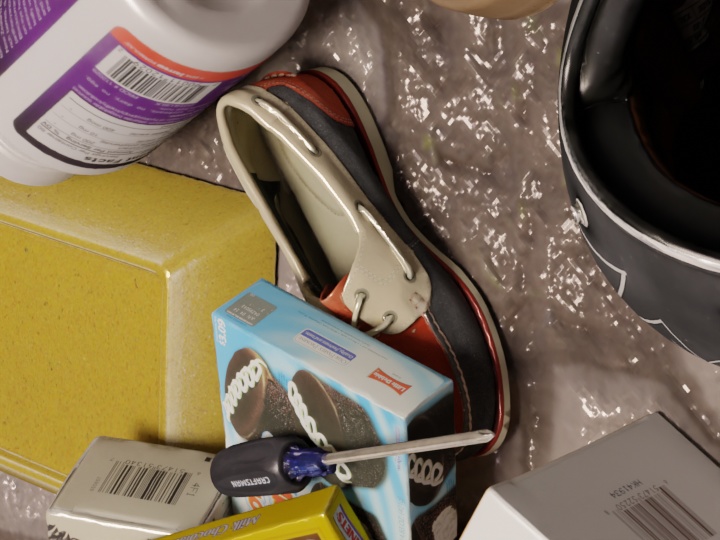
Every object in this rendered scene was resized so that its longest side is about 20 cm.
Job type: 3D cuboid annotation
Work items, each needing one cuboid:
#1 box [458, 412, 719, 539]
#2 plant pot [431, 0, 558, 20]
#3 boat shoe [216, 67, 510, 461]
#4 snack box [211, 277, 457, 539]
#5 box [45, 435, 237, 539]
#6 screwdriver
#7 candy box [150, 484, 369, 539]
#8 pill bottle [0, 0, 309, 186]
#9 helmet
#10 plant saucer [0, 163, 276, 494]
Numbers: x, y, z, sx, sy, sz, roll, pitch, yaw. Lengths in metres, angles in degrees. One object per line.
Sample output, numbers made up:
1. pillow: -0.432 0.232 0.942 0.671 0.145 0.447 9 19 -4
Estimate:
1. box: 0.084 0.177 0.931 0.097 0.124 0.201 42 125 25
2. plant pot: 0.033 -0.201 0.836 0.201 0.092 0.203 -174 90 -66
3. boat shoe: 0.000 0.000 0.996 0.071 0.062 0.201 -32 82 39
4. snack box: -0.009 0.111 1.013 0.116 0.037 0.201 27 136 34
5. box: -0.102 0.186 1.090 0.081 0.068 0.201 7 121 14
6. screwdriver: -0.005 0.082 0.923 0.199 0.028 0.029 -7 85 55
7. candy box: -0.071 0.168 1.011 0.199 0.026 0.103 -19 115 29
8. pill bottle: -0.116 -0.112 1.025 0.200 0.111 0.112 -30 81 52
9. helmet: 0.158 -0.061 0.749 0.199 0.199 0.192 18 109 36
10. plant saucer: -0.135 0.044 1.135 0.199 0.048 0.202 17 112 37
